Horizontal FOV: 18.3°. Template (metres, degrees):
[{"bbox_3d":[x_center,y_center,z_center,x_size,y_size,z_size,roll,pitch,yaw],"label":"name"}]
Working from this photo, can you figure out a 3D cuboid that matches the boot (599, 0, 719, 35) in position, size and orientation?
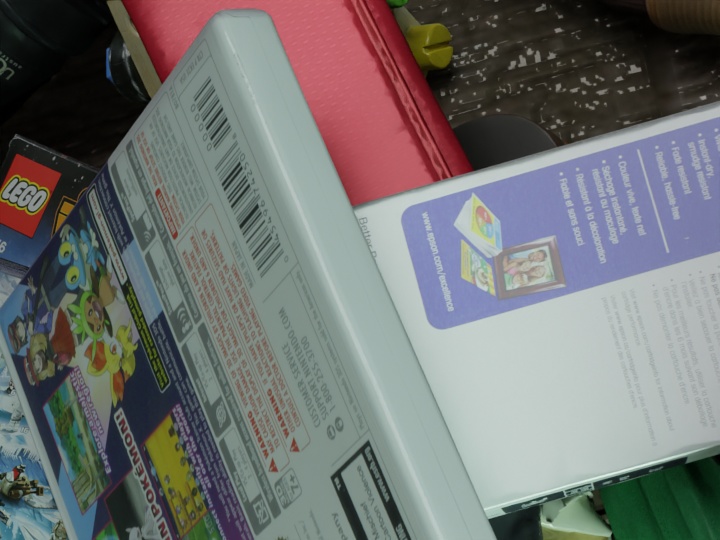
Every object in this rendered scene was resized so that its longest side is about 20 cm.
[{"bbox_3d":[0.137,-0.181,0.853,0.166,0.072,0.200,23,66,31],"label":"boot"}]

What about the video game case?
[{"bbox_3d":[-0.039,0.055,0.665,0.023,0.182,0.201,-7,64,-37],"label":"video game case"}]

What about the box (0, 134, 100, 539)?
[{"bbox_3d":[-0.072,0.047,0.777,0.200,0.040,0.137,24,91,36],"label":"box"}]

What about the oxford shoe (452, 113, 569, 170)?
[{"bbox_3d":[0.000,0.000,0.808,0.199,0.071,0.072,-14,76,29],"label":"oxford shoe"}]

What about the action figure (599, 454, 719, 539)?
[{"bbox_3d":[0.114,0.081,0.701,0.054,0.118,0.200,-12,55,-15],"label":"action figure"}]

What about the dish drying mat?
[{"bbox_3d":[-0.006,-0.030,0.705,0.077,0.018,0.200,-27,79,1],"label":"dish drying mat"}]

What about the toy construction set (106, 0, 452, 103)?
[{"bbox_3d":[-0.052,-0.123,0.804,0.092,0.200,0.131,-16,24,46],"label":"toy construction set"}]

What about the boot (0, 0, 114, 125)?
[{"bbox_3d":[-0.161,-0.092,0.891,0.162,0.073,0.198,-39,21,22],"label":"boot"}]

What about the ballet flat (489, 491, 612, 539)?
[{"bbox_3d":[0.052,0.111,0.728,0.073,0.073,0.200,-16,48,9],"label":"ballet flat"}]

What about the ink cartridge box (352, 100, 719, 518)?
[{"bbox_3d":[0.079,0.010,0.659,0.199,0.039,0.100,-15,78,6],"label":"ink cartridge box"}]
